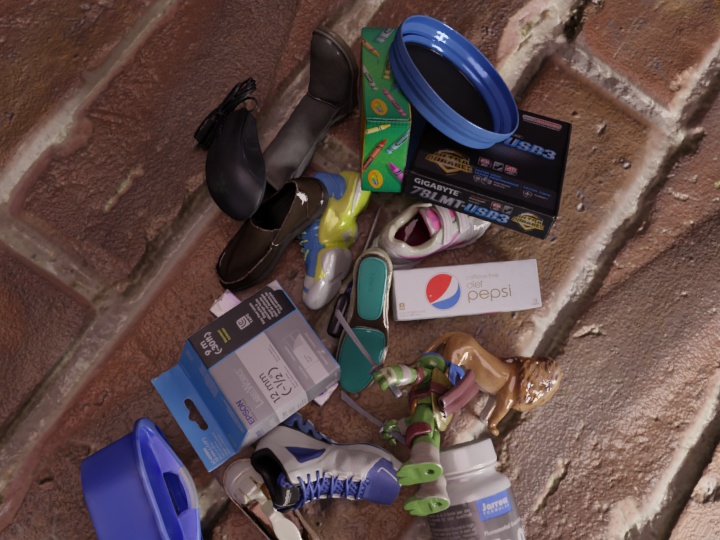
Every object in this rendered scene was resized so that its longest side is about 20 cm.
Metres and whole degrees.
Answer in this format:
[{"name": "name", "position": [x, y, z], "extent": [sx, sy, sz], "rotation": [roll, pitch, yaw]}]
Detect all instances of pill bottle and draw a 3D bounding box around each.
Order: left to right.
[{"name": "pill bottle", "position": [0.144, 0.319, 0.866], "extent": [0.113, 0.114, 0.202], "rotation": [-13, 79, -6]}]

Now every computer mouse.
[{"name": "computer mouse", "position": [-0.179, -0.156, 0.924], "extent": [0.053, 0.138, 0.201], "rotation": [16, 46, -42]}]

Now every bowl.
[{"name": "bowl", "position": [0.120, -0.242, 0.900], "extent": [0.200, 0.039, 0.202], "rotation": [24, 44, -26]}]

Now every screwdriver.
[{"name": "screwdriver", "position": [0.000, 0.000, 0.971], "extent": [0.029, 0.028, 0.201], "rotation": [25, 79, -3]}]

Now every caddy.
[{"name": "caddy", "position": [-0.249, 0.281, 0.840], "extent": [0.104, 0.141, 0.201], "rotation": [-23, 80, -5]}]

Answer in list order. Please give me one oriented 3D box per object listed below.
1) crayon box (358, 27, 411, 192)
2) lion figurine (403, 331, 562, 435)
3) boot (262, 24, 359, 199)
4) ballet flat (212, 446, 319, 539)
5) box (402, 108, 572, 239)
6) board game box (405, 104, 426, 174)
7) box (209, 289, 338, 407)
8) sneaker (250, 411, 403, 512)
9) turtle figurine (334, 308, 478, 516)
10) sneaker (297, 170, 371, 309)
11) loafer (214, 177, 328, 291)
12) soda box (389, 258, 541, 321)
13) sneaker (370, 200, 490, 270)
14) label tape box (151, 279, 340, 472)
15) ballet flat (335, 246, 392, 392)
[{"name": "crayon box", "position": [0.028, -0.217, 0.928], "extent": [0.058, 0.119, 0.201], "rotation": [1, 51, -2]}, {"name": "lion figurine", "position": [0.163, 0.133, 0.926], "extent": [0.199, 0.072, 0.123], "rotation": [31, 92, -4]}, {"name": "boot", "position": [-0.083, -0.205, 0.945], "extent": [0.072, 0.182, 0.200], "rotation": [35, 73, 24]}, {"name": "ballet flat", "position": [-0.120, 0.292, 0.881], "extent": [0.068, 0.067, 0.200], "rotation": [-44, 83, -11]}, {"name": "box", "position": [0.177, -0.152, 0.944], "extent": [0.199, 0.050, 0.199], "rotation": [18, 52, 6]}, {"name": "board game box", "position": [0.117, -0.165, 1.003], "extent": [0.199, 0.039, 0.158], "rotation": [29, 53, 14]}, {"name": "box", "position": [-0.117, 0.105, 0.937], "extent": [0.200, 0.041, 0.039], "rotation": [40, 77, 5]}, {"name": "sneaker", "position": [-0.053, 0.258, 0.860], "extent": [0.198, 0.115, 0.081], "rotation": [21, 121, 7]}, {"name": "turtle figurine", "position": [0.040, 0.180, 0.830], "extent": [0.199, 0.144, 0.195], "rotation": [16, 37, -15]}, {"name": "sneaker", "position": [-0.060, -0.049, 0.969], "extent": [0.104, 0.076, 0.201], "rotation": [17, 77, 20]}, {"name": "loafer", "position": [-0.132, -0.055, 0.928], "extent": [0.200, 0.071, 0.073], "rotation": [-47, 61, 12]}, {"name": "soda box", "position": [0.140, 0.027, 0.954], "extent": [0.198, 0.064, 0.069], "rotation": [-5, 84, -5]}, {"name": "sneaker", "position": [0.110, -0.063, 0.962], "extent": [0.199, 0.088, 0.082], "rotation": [-31, 81, -9]}, {"name": "label tape box", "position": [-0.144, 0.128, 0.864], "extent": [0.199, 0.066, 0.144], "rotation": [-33, 72, -16]}, {"name": "ballet flat", "position": [0.011, 0.066, 0.938], "extent": [0.067, 0.062, 0.202], "rotation": [13, 102, 3]}]
